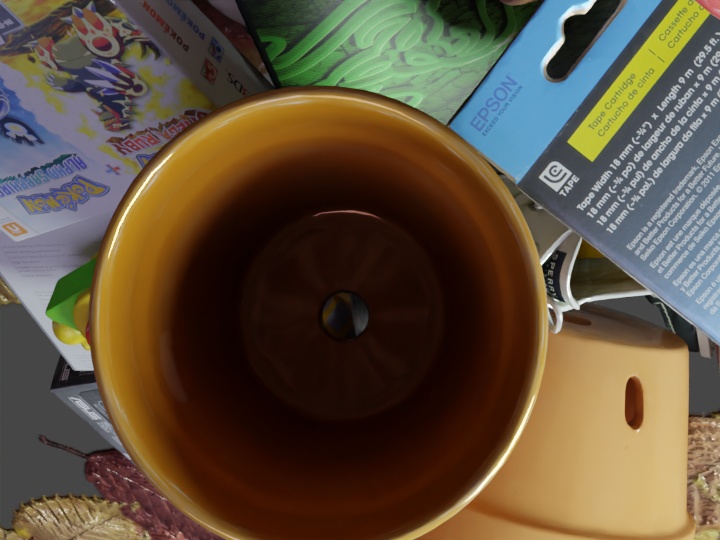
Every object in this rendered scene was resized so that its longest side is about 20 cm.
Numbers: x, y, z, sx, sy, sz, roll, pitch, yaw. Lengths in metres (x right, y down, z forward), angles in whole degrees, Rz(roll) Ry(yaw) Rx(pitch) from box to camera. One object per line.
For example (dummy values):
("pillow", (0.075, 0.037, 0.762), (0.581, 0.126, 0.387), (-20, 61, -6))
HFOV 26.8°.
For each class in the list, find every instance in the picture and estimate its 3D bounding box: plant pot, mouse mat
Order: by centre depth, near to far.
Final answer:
("plant pot", (-0.014, 0.022, 0.731), (0.197, 0.203, 0.183), (11, -179, 3))
("mouse mat", (0.048, -0.129, 0.746), (0.198, 0.008, 0.162), (-22, 137, 3))
("plant pot", (0.104, 0.092, 0.866), (0.197, 0.142, 0.200), (12, -171, -2))

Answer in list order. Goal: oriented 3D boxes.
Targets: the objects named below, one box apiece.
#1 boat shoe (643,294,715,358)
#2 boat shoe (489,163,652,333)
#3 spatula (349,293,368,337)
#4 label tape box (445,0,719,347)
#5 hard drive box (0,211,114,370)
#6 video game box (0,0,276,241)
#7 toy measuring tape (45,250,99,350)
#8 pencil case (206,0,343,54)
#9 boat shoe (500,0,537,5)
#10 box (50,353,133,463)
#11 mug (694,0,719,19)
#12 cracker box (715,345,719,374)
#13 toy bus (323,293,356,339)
("boat shoe", (0.166, -0.025, 0.865), (0.065, 0.075, 0.200), (-1, 141, 23))
("boat shoe", (0.105, -0.007, 0.795), (0.199, 0.086, 0.075), (0, 127, 23))
("spatula", (0.000, 0.000, 0.850), (0.056, 0.021, 0.203), (-8, 113, -23))
("label tape box", (0.157, -0.066, 0.694), (0.199, 0.063, 0.145), (37, 103, -9))
("hard drive box", (-0.153, -0.022, 0.972), (0.154, 0.077, 0.201), (-2, 142, 20))
("video game box", (-0.167, -0.100, 0.764), (0.198, 0.047, 0.182), (-14, 140, 34))
("toy measuring tape", (-0.107, 0.007, 0.876), (0.199, 0.074, 0.073), (-26, 129, 36))
("pencil case", (-0.088, -0.180, 0.737), (0.199, 0.089, 0.078), (30, 98, -23))
("boat shoe", (0.073, -0.199, 0.624), (0.075, 0.071, 0.202), (32, 146, 46))
("box", (-0.119, 0.117, 1.173), (0.157, 0.049, 0.200), (-12, 138, 30))
("mug", (0.193, -0.173, 0.532), (0.200, 0.179, 0.133), (-38, 152, 31))
("cracker box", (0.249, 0.024, 0.845), (0.057, 0.135, 0.201), (0, 144, 1))
("toy bus", (-0.008, 0.065, 0.935), (0.065, 0.079, 0.200), (30, 172, 47))
